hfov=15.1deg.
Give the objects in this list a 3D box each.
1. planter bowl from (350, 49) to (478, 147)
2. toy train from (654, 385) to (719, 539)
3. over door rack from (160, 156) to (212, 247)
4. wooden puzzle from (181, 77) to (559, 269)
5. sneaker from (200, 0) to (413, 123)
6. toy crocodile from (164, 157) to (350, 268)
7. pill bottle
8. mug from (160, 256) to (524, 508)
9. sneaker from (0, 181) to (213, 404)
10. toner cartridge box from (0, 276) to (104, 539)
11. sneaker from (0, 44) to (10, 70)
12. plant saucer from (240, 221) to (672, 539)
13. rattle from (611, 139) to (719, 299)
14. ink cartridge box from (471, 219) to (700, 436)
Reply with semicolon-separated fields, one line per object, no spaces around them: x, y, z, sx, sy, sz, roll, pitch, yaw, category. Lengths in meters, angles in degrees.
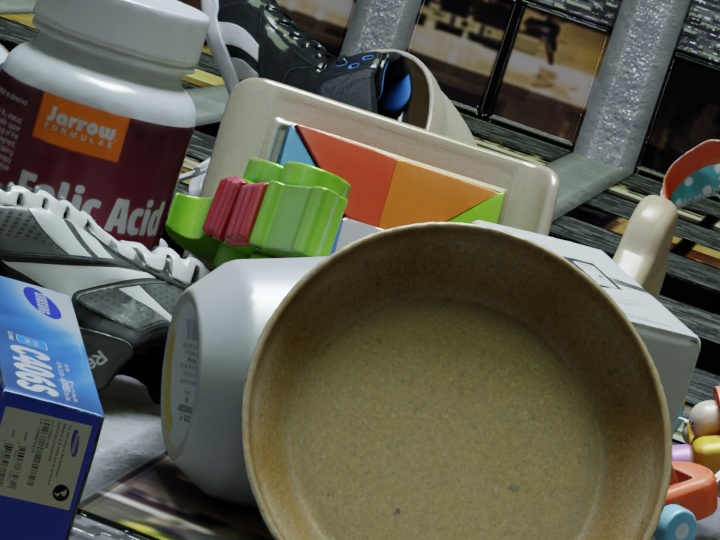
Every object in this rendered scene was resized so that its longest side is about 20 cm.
0.007;-0.020;1.714;0.135;0.201;0.200;43;-5;-31;planter bowl
0.157;0.093;1.549;0.149;0.056;0.200;-13;19;-24;toy train
-0.128;-0.048;1.680;0.147;0.067;0.200;-15;21;17;over door rack
0.000;0.000;1.542;0.199;0.186;0.037;16;-14;-3;wooden puzzle
-0.025;-0.125;1.647;0.073;0.111;0.201;31;38;-55;sneaker
-0.053;-0.026;1.439;0.061;0.068;0.200;21;-3;-16;toy crocodile
-0.157;-0.060;1.519;0.113;0.201;0.114;17;9;-3;pill bottle
-0.020;0.070;1.341;0.152;0.187;0.150;6;45;-17;mug
-0.154;0.017;1.418;0.199;0.091;0.066;22;-38;-37;sneaker
-0.144;0.071;1.115;0.043;0.096;0.200;17;10;-13;toner cartridge box
-0.255;-0.114;1.691;0.108;0.071;0.200;14;8;-32;sneaker
0.042;0.078;1.242;0.199;0.201;0.035;17;-22;-3;plant saucer
0.151;-0.014;1.843;0.142;0.201;0.130;23;11;30;rattle
0.095;0.070;1.417;0.084;0.147;0.200;13;10;-13;ink cartridge box
